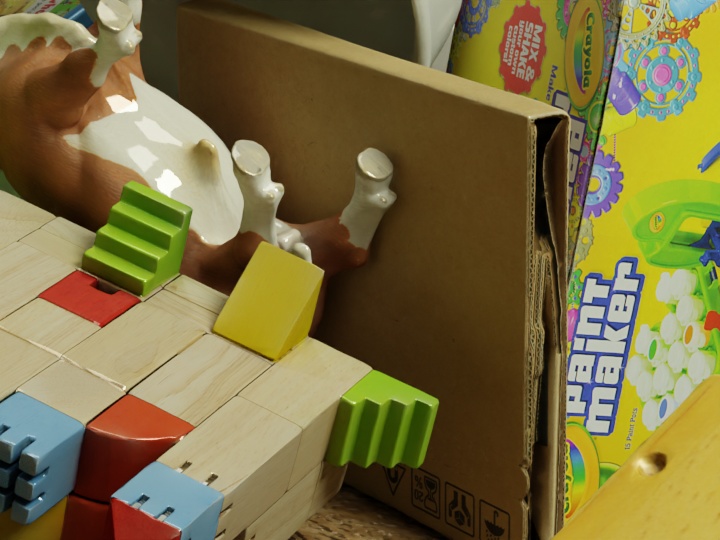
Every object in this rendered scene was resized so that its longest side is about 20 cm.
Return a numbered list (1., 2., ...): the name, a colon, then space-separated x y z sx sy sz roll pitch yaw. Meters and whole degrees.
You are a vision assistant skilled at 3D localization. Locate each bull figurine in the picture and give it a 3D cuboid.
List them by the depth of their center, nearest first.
1. bull figurine: -0.082 -0.044 0.868 0.200 0.121 0.065 41 47 0

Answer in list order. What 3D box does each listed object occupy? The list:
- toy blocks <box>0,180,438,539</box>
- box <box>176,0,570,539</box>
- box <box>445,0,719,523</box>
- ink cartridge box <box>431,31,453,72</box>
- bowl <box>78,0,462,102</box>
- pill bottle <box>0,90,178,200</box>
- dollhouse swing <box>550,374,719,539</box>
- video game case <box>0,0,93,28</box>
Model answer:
1. toy blocks: -0.096 0.046 0.790 0.199 0.100 0.137 25 30 18
2. box: 0.000 0.000 0.885 0.021 0.164 0.200 -15 24 -35
3. box: 0.131 -0.008 0.941 0.192 0.201 0.122 5 12 -26
4. ink cartridge box: 0.140 -0.030 1.193 0.147 0.146 0.200 -2 16 -43
5. bowl: -0.030 -0.145 0.941 0.200 0.202 0.090 19 47 36
6. pill bottle: -0.100 -0.022 1.024 0.113 0.114 0.200 17 14 29
7. dollhouse swing: 0.156 0.146 0.638 0.182 0.176 0.200 -43 39 -21
8. video game case: -0.198 -0.113 1.112 0.199 0.018 0.143 9 37 36
